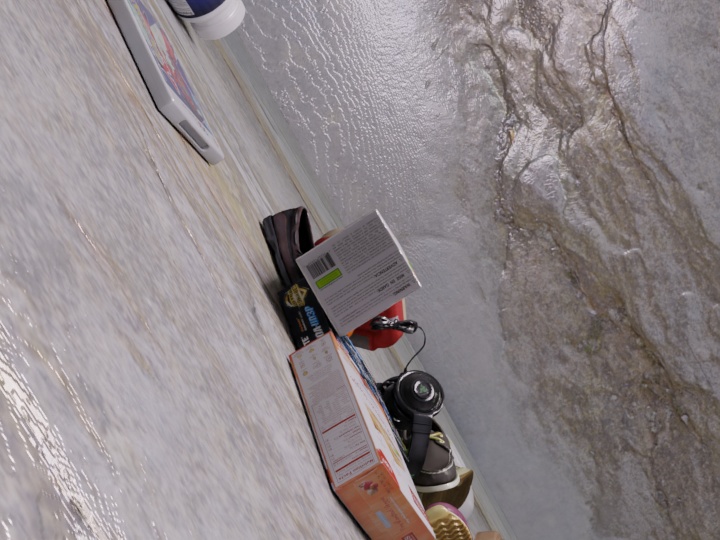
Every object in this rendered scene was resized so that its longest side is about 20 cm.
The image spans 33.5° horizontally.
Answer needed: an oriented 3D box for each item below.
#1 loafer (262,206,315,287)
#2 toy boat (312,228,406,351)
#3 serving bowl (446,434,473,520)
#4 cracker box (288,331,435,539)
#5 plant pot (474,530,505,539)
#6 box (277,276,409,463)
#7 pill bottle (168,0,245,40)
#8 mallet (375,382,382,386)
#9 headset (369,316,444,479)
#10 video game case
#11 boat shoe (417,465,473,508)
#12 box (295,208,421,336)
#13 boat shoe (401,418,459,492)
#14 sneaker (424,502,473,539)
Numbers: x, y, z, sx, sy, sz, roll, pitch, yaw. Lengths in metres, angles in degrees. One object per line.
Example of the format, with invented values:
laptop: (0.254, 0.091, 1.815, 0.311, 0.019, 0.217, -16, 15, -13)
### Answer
loafer: (-0.074, -0.012, 1.557, 0.072, 0.062, 0.201, 57, 6, -47)
toy boat: (-0.016, 0.044, 1.638, 0.131, 0.129, 0.202, -56, 149, -41)
serving bowl: (0.137, 0.327, 1.984, 0.202, 0.065, 0.200, 61, 4, -8)
cracker box: (0.000, 0.175, 1.209, 0.135, 0.057, 0.201, 58, 5, -39)
plant pot: (0.187, 0.398, 1.370, 0.201, 0.091, 0.204, -9, 90, -79)
box: (-0.019, 0.126, 1.412, 0.201, 0.046, 0.160, 59, 4, -40)
pill bottle: (-0.270, -0.477, 1.938, 0.201, 0.115, 0.116, 57, 5, -48)
mallet: (0.034, 0.206, 1.704, 0.200, 0.041, 0.067, 65, 1, -76)
headset: (0.048, 0.162, 1.517, 0.123, 0.092, 0.204, 147, -50, -70)
video game case: (-0.230, -0.237, 1.381, 0.202, 0.023, 0.182, 63, 3, 18)
boat shoe: (0.097, 0.301, 1.637, 0.200, 0.064, 0.074, 13, 91, -68)
box: (0.000, 0.000, 1.420, 0.102, 0.112, 0.200, 59, 1, -1)
boat shoe: (0.085, 0.238, 1.577, 0.201, 0.070, 0.062, -133, -143, -80)
sneaker: (0.095, 0.315, 1.421, 0.201, 0.074, 0.091, 71, -3, -48)
